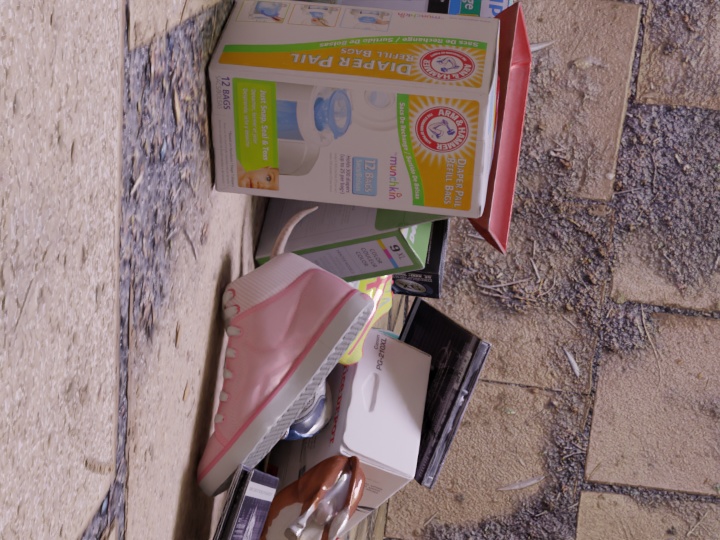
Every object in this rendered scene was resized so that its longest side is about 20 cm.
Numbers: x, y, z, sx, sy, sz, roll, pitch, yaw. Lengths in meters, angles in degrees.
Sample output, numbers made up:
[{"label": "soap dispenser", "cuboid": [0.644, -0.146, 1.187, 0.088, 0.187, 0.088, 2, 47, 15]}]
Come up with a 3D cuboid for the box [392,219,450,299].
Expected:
[{"label": "box", "cuboid": [0.014, -0.086, 1.378, 0.086, 0.162, 0.202, 78, 18, -71]}]

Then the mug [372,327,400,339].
[{"label": "mug", "cuboid": [0.012, 0.146, 1.578, 0.185, 0.151, 0.115, -67, 180, -59]}]

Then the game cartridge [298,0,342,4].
[{"label": "game cartridge", "cuboid": [-0.035, -0.309, 1.278, 0.200, 0.041, 0.134, -73, 172, -62]}]

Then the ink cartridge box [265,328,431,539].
[{"label": "ink cartridge box", "cuboid": [-0.018, 0.170, 1.345, 0.200, 0.084, 0.146, -47, -155, 48]}]

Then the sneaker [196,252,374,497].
[{"label": "sneaker", "cuboid": [-0.087, 0.074, 1.071, 0.201, 0.104, 0.075, -53, 171, -9]}]

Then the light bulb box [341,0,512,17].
[{"label": "light bulb box", "cuboid": [0.071, -0.277, 1.552, 0.198, 0.198, 0.126, 72, 25, -76]}]

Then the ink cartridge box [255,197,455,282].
[{"label": "ink cartridge box", "cuboid": [0.011, -0.051, 1.200, 0.059, 0.199, 0.104, 52, 37, -41]}]

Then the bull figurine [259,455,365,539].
[{"label": "bull figurine", "cuboid": [-0.064, 0.243, 1.237, 0.200, 0.065, 0.122, -54, -174, 39]}]

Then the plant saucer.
[{"label": "plant saucer", "cuboid": [0.124, -0.126, 1.250, 0.200, 0.036, 0.201, 28, 70, -78]}]

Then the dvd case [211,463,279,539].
[{"label": "dvd case", "cuboid": [-0.111, 0.253, 1.060, 0.149, 0.016, 0.201, 69, 39, -78]}]

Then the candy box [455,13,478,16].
[{"label": "candy box", "cuboid": [0.103, -0.152, 1.294, 0.200, 0.026, 0.103, 67, 31, -70]}]

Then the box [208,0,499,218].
[{"label": "box", "cuboid": [-0.001, -0.120, 0.985, 0.102, 0.198, 0.113, -77, 172, -49]}]

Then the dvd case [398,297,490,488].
[{"label": "dvd case", "cuboid": [0.064, 0.117, 1.362, 0.150, 0.016, 0.200, -68, -161, 4]}]

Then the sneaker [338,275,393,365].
[{"label": "sneaker", "cuboid": [0.000, 0.000, 1.276, 0.090, 0.078, 0.201, 48, 59, -41]}]

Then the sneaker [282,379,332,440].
[{"label": "sneaker", "cuboid": [-0.067, 0.075, 1.285, 0.201, 0.076, 0.086, -88, 170, -51]}]

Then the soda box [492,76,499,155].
[{"label": "soda box", "cuboid": [0.013, -0.127, 1.123, 0.064, 0.198, 0.070, -76, 170, -48]}]

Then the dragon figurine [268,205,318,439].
[{"label": "dragon figurine", "cuboid": [-0.073, 0.044, 1.165, 0.099, 0.058, 0.202, 28, 69, -84]}]
